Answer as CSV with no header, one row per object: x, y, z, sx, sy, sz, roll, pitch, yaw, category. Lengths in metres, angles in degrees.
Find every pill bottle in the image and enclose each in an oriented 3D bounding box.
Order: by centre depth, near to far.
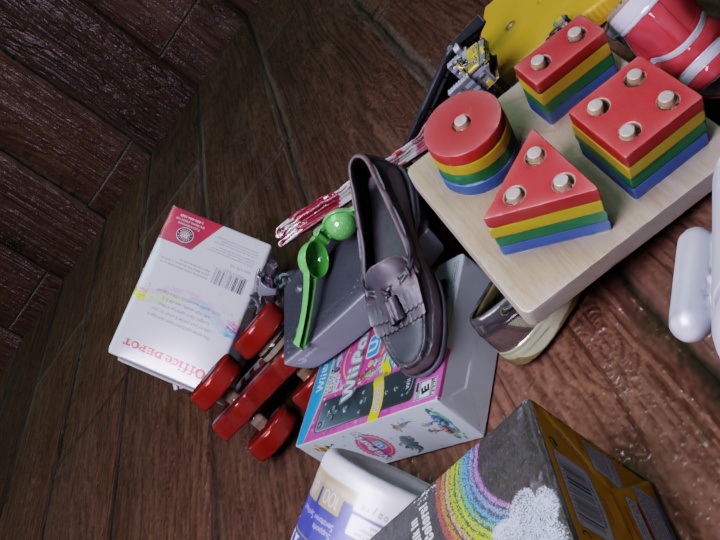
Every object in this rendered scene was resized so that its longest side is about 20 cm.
-0.008,0.245,0.621,0.119,0.118,0.204,12,78,64,pill bottle

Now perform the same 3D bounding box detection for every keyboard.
0.101,-0.211,0.999,0.128,0.020,0.201,-51,-7,-35,keyboard

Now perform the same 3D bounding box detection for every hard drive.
0.000,0.000,0.847,0.200,0.042,0.136,-43,29,23,hard drive

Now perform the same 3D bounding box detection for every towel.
-0.002,-0.090,0.905,0.198,0.023,0.144,-34,2,2,towel

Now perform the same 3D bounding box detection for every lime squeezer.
-0.023,-0.027,0.826,0.202,0.037,0.070,-56,26,-4,lime squeezer

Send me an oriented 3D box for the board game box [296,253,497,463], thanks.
0.036,0.093,0.798,0.199,0.064,0.150,-30,35,46,board game box

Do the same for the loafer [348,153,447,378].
0.022,-0.009,0.730,0.071,0.062,0.204,-27,57,30,loafer

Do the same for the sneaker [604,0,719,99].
0.264,-0.189,0.717,0.071,0.113,0.200,-46,-4,25,sneaker

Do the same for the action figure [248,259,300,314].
-0.058,0.001,1.034,0.198,0.070,0.129,-28,1,40,action figure

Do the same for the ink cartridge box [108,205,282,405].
-0.207,0.052,1.118,0.145,0.142,0.204,90,-158,-75,ink cartridge box

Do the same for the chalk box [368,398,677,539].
0.083,0.203,0.507,0.200,0.123,0.126,-47,27,23,chalk box

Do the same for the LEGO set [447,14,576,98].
0.152,-0.176,0.831,0.153,0.115,0.203,-34,33,41,LEGO set

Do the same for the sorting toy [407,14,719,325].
0.148,-0.097,0.669,0.197,0.070,0.201,-37,46,2,sorting toy

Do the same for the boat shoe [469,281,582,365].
0.159,-0.022,0.698,0.203,0.064,0.073,-60,24,-6,boat shoe

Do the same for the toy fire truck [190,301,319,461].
-0.097,0.106,0.999,0.200,0.112,0.168,-48,7,18,toy fire truck

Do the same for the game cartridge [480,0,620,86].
0.213,-0.296,0.972,0.198,0.032,0.179,-31,35,41,game cartridge

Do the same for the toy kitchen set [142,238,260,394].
-0.207,0.078,1.291,0.200,0.176,0.167,89,167,-77,toy kitchen set

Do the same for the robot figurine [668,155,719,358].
0.245,-0.007,0.459,0.168,0.112,0.203,-21,42,42,robot figurine
